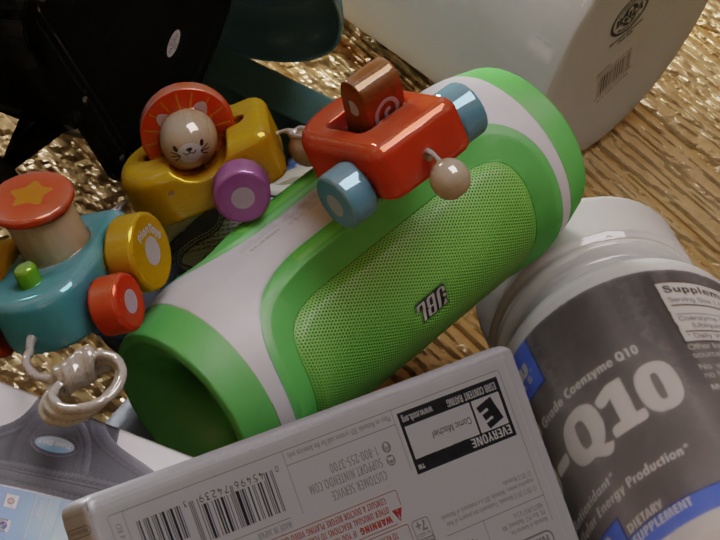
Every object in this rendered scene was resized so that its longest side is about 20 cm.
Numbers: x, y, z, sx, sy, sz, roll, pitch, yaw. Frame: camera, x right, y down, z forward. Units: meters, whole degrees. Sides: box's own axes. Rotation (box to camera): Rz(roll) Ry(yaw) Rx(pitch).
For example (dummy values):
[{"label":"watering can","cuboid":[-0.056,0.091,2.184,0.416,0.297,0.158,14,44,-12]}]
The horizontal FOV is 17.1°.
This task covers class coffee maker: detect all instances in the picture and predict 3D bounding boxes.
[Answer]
[{"label":"coffee maker","cuboid":[-0.172,-0.146,0.957,0.199,0.193,0.135,16,43,25]}]

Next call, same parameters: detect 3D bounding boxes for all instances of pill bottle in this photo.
[{"label":"pill bottle","cuboid":[0.122,0.068,0.984,0.113,0.114,0.200,1,40,-22]}]

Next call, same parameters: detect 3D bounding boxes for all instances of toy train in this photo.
[{"label":"toy train","cuboid":[-0.059,-0.029,0.885,0.200,0.056,0.150,-34,27,-20]}]

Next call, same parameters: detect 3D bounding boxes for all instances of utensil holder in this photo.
[{"label":"utensil holder","cuboid":[0.064,-0.177,1.220,0.200,0.171,0.170,37,41,21]}]

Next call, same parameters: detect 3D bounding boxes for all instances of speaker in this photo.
[{"label":"speaker","cuboid":[0.000,0.000,0.951,0.088,0.089,0.200,37,57,23]}]

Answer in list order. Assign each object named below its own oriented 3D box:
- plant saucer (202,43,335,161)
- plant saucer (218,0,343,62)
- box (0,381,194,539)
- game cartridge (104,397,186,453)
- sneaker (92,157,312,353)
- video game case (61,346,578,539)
[{"label":"plant saucer","cuboid":[-0.017,-0.056,1.124,0.199,0.070,0.019,26,63,9]},{"label":"plant saucer","cuboid":[-0.093,-0.155,1.046,0.199,0.200,0.028,24,75,6]},{"label":"box","cuboid":[-0.100,0.115,0.852,0.199,0.042,0.119,19,58,11]},{"label":"game cartridge","cuboid":[-0.027,0.120,0.923,0.199,0.041,0.133,27,42,11]},{"label":"sneaker","cuboid":[-0.034,0.003,1.019,0.085,0.077,0.200,43,33,14]},{"label":"video game case","cuboid":[0.009,0.138,0.838,0.199,0.022,0.183,-18,86,-40]}]
